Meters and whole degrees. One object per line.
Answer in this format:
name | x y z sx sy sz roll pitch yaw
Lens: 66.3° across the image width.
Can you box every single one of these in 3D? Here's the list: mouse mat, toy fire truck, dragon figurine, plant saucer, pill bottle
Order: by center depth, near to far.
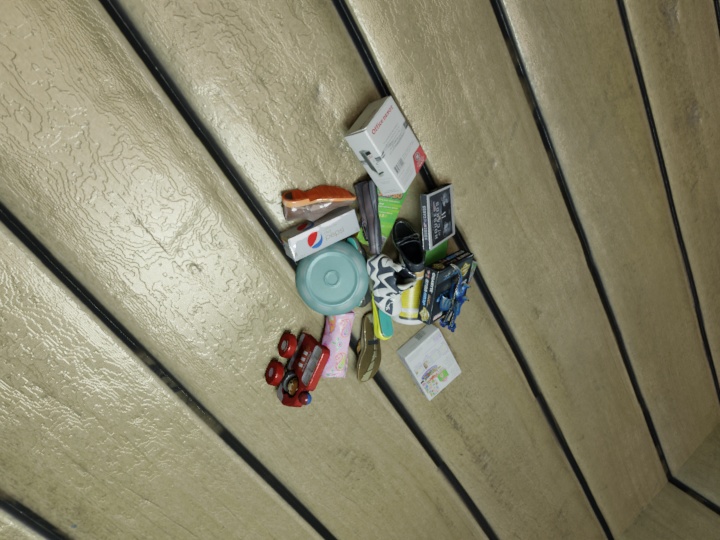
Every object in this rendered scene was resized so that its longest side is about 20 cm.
plant saucer | -0.074 0.021 1.453 0.196 0.036 0.204 0 93 -1
toy fire truck | -0.159 0.270 1.460 0.111 0.168 0.203 23 94 -31
dragon figurine | 0.248 0.081 1.465 0.100 0.058 0.202 -55 154 -32
mouse mat | 0.217 -0.059 1.579 0.160 0.007 0.204 28 70 -59
pill bottle | 0.145 0.043 1.587 0.110 0.111 0.204 -5 108 -26

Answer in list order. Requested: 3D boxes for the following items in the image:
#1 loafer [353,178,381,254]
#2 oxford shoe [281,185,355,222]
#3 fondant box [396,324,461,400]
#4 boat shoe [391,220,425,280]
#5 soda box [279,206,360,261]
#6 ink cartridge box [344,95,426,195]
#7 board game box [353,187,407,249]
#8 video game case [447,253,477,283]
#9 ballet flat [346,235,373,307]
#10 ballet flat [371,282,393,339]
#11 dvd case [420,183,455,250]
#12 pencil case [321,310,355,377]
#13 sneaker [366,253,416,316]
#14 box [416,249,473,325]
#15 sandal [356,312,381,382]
loafer | 0.019 -0.140 1.460 0.062 0.072 0.204 -6 81 12
oxford shoe | -0.107 -0.170 1.419 0.197 0.072 0.074 -8 127 -20
fondant box | 0.218 0.288 1.735 0.144 0.058 0.201 -38 119 -13
boat shoe | 0.133 -0.068 1.503 0.073 0.202 0.063 -12 143 -4
soda box | -0.105 -0.100 1.432 0.198 0.068 0.065 -27 117 -18
ink cartridge box | 0.068 -0.319 1.423 0.201 0.082 0.148 52 56 -30
board game box | 0.059 -0.163 1.525 0.095 0.030 0.203 21 98 -32
video game case | 0.282 0.049 1.665 0.199 0.022 0.185 9 103 -58
ballet flat | 0.000 0.000 1.523 0.068 0.067 0.204 -16 108 -39
ballet flat | 0.055 0.097 1.574 0.066 0.067 0.204 1 81 -27
dvd case | 0.219 -0.153 1.540 0.199 0.024 0.153 -31 119 -57
pencil case | -0.066 0.200 1.535 0.086 0.087 0.204 3 102 -28
sneaker | 0.099 0.053 1.463 0.079 0.129 0.202 -33 123 -31
box | 0.237 0.042 1.533 0.199 0.046 0.162 -23 127 -47
sandal | 0.019 0.223 1.615 0.079 0.054 0.204 4 89 -35
